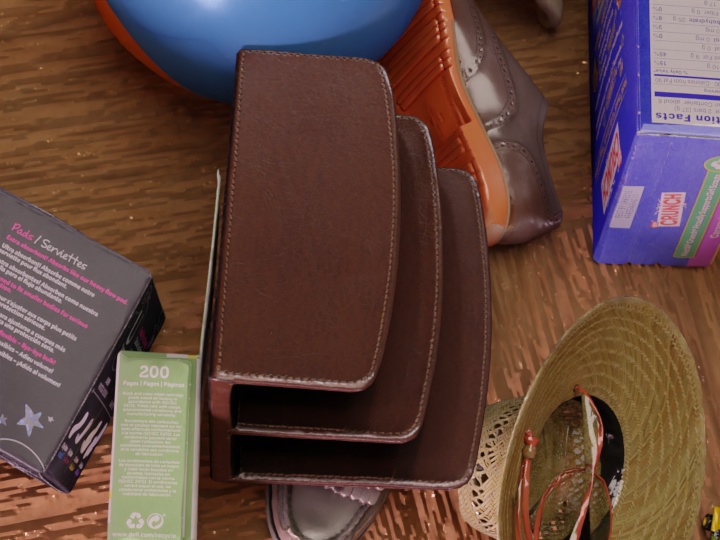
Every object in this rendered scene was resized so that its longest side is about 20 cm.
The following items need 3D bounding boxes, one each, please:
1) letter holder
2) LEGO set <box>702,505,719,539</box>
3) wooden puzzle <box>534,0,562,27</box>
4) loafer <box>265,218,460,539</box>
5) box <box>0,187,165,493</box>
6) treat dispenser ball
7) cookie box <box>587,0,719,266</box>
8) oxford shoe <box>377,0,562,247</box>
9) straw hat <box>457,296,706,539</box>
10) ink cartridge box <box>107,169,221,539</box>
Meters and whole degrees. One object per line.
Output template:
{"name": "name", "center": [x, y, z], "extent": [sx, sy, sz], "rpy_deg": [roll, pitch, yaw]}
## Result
{"name": "letter holder", "center": [0.000, 0.000, 1.198], "extent": [0.141, 0.101, 0.201], "rpy_deg": [3, 56, -1]}
{"name": "LEGO set", "center": [0.287, 0.160, 1.251], "extent": [0.199, 0.116, 0.155], "rpy_deg": [21, 66, -2]}
{"name": "wooden puzzle", "center": [0.096, -0.264, 1.347], "extent": [0.046, 0.200, 0.187], "rpy_deg": [-5, 64, 22]}
{"name": "loafer", "center": [0.004, 0.059, 1.266], "extent": [0.071, 0.063, 0.201], "rpy_deg": [24, 65, -1]}
{"name": "box", "center": [-0.211, 0.012, 1.195], "extent": [0.199, 0.132, 0.115], "rpy_deg": [29, 81, 4]}
{"name": "treat dispenser ball", "center": [-0.055, -0.190, 1.281], "extent": [0.199, 0.201, 0.202], "rpy_deg": [4, 67, -9]}
{"name": "cookie box", "center": [0.173, -0.126, 1.317], "extent": [0.075, 0.171, 0.201], "rpy_deg": [3, 68, -2]}
{"name": "oxford shoe", "center": [0.061, -0.106, 1.353], "extent": [0.072, 0.071, 0.201], "rpy_deg": [-4, 72, -34]}
{"name": "straw hat", "center": [0.096, 0.105, 1.249], "extent": [0.085, 0.201, 0.202], "rpy_deg": [5, 58, 38]}
{"name": "ink cartridge box", "center": [-0.099, 0.068, 1.197], "extent": [0.048, 0.146, 0.201], "rpy_deg": [2, 67, -4]}
